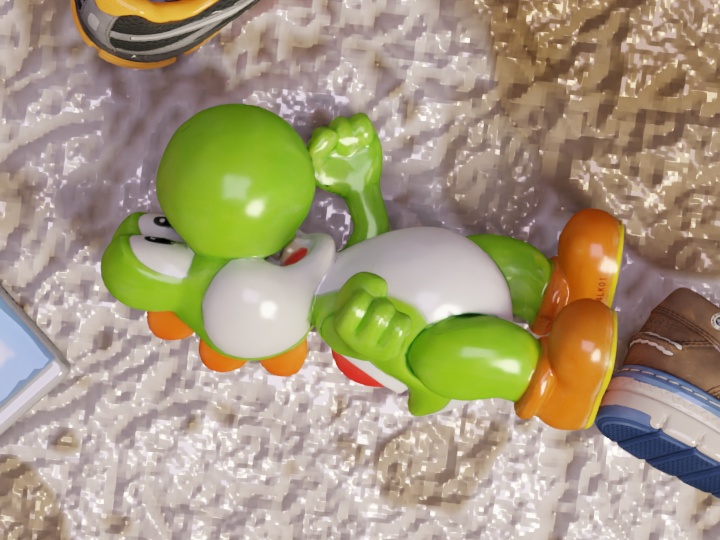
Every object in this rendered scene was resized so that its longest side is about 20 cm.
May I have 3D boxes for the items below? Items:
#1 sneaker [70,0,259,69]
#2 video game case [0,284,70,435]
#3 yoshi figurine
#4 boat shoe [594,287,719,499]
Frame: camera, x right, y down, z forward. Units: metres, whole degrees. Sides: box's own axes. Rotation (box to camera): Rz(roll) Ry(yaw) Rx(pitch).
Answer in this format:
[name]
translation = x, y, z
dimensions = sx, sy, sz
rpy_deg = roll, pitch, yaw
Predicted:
[sneaker]
translation = -0.030, -0.151, 0.935
dimensions = 0.200, 0.077, 0.078
rpy_deg = -45, 91, 1
[video game case]
translation = -0.249, 0.037, 0.977
dimensions = 0.200, 0.022, 0.182
rpy_deg = -41, 93, 3
[yoshi figurine]
translation = 0.001, -0.009, 0.937
dimensions = 0.200, 0.112, 0.112
rpy_deg = 10, 81, 2
[boat shoe]
translation = 0.192, 0.073, 0.953
dimensions = 0.200, 0.072, 0.072
rpy_deg = 30, 75, -14
